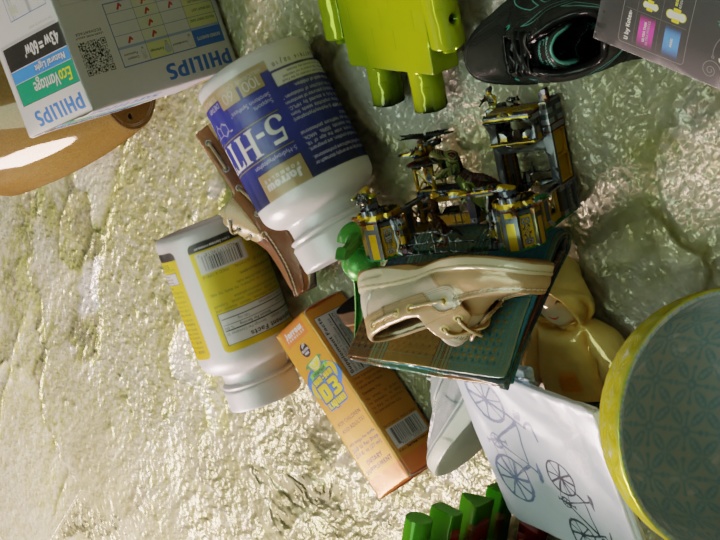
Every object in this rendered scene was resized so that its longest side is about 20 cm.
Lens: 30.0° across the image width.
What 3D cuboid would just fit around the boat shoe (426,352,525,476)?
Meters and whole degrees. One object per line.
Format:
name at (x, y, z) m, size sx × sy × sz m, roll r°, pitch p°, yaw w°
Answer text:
boat shoe at (0.101, 0.106, 1.260) m, size 0.072 × 0.070 × 0.202 m, roll 48°, pitch 133°, yaw 32°

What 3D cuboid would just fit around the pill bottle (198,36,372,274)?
pill bottle at (-0.058, -0.106, 1.272) m, size 0.119 × 0.119 × 0.201 m, roll -31°, pitch 87°, yaw 49°

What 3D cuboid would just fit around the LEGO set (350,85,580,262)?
LEGO set at (0.085, -0.085, 1.115) m, size 0.199 × 0.153 × 0.117 m, roll -1°, pitch 109°, yaw 42°

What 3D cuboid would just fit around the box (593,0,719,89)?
box at (0.277, -0.189, 0.863) m, size 0.199 × 0.148 × 0.125 m, roll 30°, pitch 130°, yaw 33°

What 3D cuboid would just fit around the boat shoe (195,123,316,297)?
boat shoe at (-0.106, -0.065, 1.359) m, size 0.076 × 0.073 × 0.201 m, roll 115°, pitch 132°, yaw -82°

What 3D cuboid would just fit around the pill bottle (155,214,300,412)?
pill bottle at (-0.134, 0.043, 1.430) m, size 0.111 × 0.111 × 0.202 m, roll -12°, pitch 100°, yaw 48°

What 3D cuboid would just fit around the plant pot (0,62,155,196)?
plant pot at (-0.331, -0.186, 1.487) m, size 0.199 × 0.186 × 0.188 m, roll -5°, pitch 106°, yaw 32°

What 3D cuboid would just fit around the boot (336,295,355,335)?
boot at (0.055, 0.050, 1.271) m, size 0.076 × 0.073 × 0.200 m, roll 58°, pitch 154°, yaw -12°

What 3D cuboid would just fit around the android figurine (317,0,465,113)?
android figurine at (0.023, -0.237, 1.163) m, size 0.181 × 0.041 × 0.202 m, roll 20°, pitch 129°, yaw 50°

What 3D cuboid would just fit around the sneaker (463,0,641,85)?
sneaker at (0.146, -0.183, 1.054) m, size 0.199 × 0.079 × 0.076 m, roll -7°, pitch 106°, yaw 49°

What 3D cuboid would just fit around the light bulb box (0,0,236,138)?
light bulb box at (-0.257, -0.261, 1.338) m, size 0.124 × 0.198 × 0.202 m, roll -12°, pitch 100°, yaw 47°

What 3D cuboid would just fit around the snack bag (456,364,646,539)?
snack bag at (0.164, 0.160, 1.141) m, size 0.199 × 0.021 × 0.190 m, roll 17°, pitch 135°, yaw 56°

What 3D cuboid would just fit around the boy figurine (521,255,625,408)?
boy figurine at (0.187, 0.085, 1.158) m, size 0.124 × 0.064 × 0.202 m, roll 12°, pitch 120°, yaw 45°

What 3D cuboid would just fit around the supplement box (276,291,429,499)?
supplement box at (-0.001, 0.126, 1.368) m, size 0.201 × 0.069 × 0.067 m, roll 57°, pitch 136°, yaw 11°

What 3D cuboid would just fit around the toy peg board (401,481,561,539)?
toy peg board at (0.134, 0.279, 1.222) m, size 0.198 × 0.199 × 0.099 m, roll 20°, pitch 108°, yaw 38°

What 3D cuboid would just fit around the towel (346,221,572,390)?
towel at (0.082, 0.024, 1.157) m, size 0.022 × 0.148 × 0.199 m, roll 37°, pitch 160°, yaw -35°

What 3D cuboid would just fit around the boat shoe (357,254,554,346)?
boat shoe at (0.076, 0.027, 1.092) m, size 0.199 × 0.073 × 0.070 m, roll -8°, pitch 80°, yaw 49°

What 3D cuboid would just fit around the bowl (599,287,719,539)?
bowl at (0.258, 0.112, 1.026) m, size 0.202 × 0.199 × 0.108 m, roll 69°, pitch 162°, yaw -6°

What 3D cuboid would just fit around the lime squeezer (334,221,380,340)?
lime squeezer at (0.000, 0.000, 1.201) m, size 0.200 × 0.037 × 0.071 m, roll 82°, pitch -179°, yaw -65°
